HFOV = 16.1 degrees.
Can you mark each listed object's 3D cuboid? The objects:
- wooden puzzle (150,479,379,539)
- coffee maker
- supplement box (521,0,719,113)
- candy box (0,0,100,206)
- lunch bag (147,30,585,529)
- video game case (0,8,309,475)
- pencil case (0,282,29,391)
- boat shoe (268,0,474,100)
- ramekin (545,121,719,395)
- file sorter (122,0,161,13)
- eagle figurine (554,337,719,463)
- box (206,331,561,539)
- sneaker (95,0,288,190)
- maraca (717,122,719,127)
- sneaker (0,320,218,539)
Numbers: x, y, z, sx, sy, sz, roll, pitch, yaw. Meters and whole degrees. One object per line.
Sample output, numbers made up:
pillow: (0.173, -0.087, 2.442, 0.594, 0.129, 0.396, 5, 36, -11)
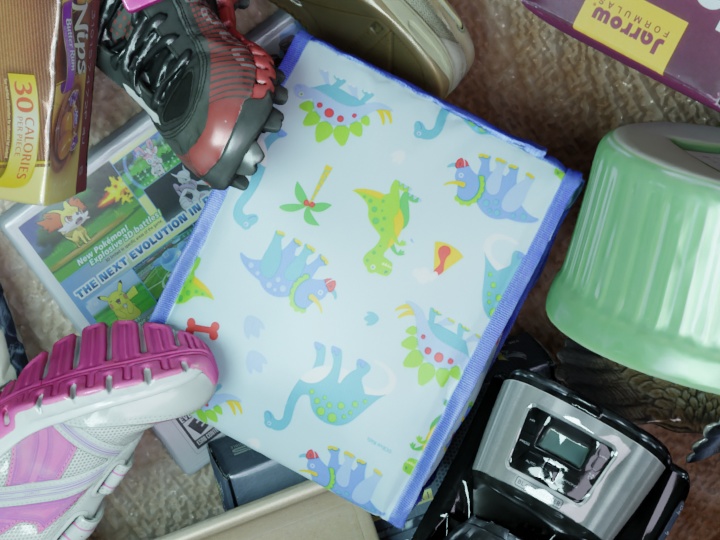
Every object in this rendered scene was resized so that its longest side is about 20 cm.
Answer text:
wooden puzzle: (-0.065, 0.211, 1.391, 0.184, 0.037, 0.201, -20, 121, -4)
coffee maker: (0.072, 0.164, 1.331, 0.134, 0.192, 0.201, 33, 79, -9)
supplement box: (0.195, -0.194, 1.343, 0.130, 0.103, 0.201, 29, 96, 24)
candy box: (-0.230, -0.107, 1.255, 0.199, 0.056, 0.118, 10, 103, 15)
lunch bag: (0.000, 0.000, 1.313, 0.169, 0.127, 0.201, 26, 104, 5)
video game case: (-0.066, -0.015, 1.392, 0.200, 0.022, 0.183, -36, 110, -3)
pencil case: (-0.214, 0.074, 1.345, 0.089, 0.078, 0.201, -10, 109, 18)
boat shoe: (-0.015, -0.171, 1.344, 0.200, 0.065, 0.072, 49, 133, -7)
ramekin: (0.200, -0.007, 1.291, 0.199, 0.200, 0.098, 6, 105, -16)
file sorter: (-0.045, -0.226, 1.166, 0.199, 0.125, 0.140, -23, 91, -2)
eagle figurine: (0.225, 0.086, 1.403, 0.151, 0.151, 0.200, -30, 127, 23)
box: (0.027, 0.140, 1.433, 0.199, 0.051, 0.159, -18, 115, -11)
sneaker: (-0.097, -0.110, 1.262, 0.097, 0.201, 0.071, 23, 115, -28)
maraca: (0.246, -0.050, 1.424, 0.137, 0.107, 0.200, 33, 108, -27)
sneaker: (-0.153, 0.094, 1.274, 0.199, 0.081, 0.089, -24, 110, 16)
